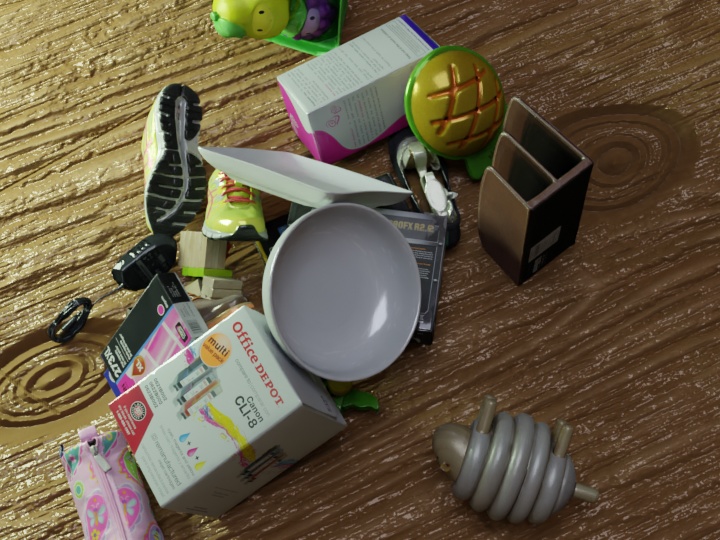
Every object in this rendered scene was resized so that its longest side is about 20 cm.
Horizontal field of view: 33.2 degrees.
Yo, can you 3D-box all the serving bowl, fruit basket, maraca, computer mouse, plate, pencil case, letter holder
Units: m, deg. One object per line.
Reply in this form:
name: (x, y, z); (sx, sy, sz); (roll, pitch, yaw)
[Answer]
serving bowl: (-0.030, 0.026, 1.376); (0.200, 0.066, 0.200); (2, 86, -31)
fruit basket: (-0.101, -0.374, 1.637); (0.155, 0.216, 0.216); (18, 66, 11)
maraca: (0.136, -0.203, 1.563); (0.137, 0.200, 0.107); (-52, 33, -1)
computer mouse: (-0.318, 0.020, 1.540); (0.200, 0.059, 0.034); (-38, 51, -11)
plate: (-0.066, -0.109, 1.465); (0.199, 0.200, 0.032); (19, 103, 28)
pencil case: (-0.281, 0.280, 1.389); (0.087, 0.087, 0.200); (-21, 66, -8)
letter holder: (0.192, -0.100, 1.490); (0.101, 0.200, 0.142); (-37, 68, -14)

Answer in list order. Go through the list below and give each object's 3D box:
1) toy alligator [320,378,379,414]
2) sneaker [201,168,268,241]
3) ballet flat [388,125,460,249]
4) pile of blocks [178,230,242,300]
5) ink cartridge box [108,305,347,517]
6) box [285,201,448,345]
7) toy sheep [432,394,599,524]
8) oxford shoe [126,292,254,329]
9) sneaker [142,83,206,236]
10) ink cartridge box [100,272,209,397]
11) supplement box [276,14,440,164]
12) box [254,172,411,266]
toy alligator: (-0.068, 0.127, 1.468); (0.200, 0.059, 0.054); (34, 70, 18)
sneaker: (-0.158, -0.093, 1.507); (0.078, 0.090, 0.200); (3, 19, -16)
ballet flat: (0.086, -0.122, 1.580); (0.073, 0.073, 0.200); (-15, 64, -5)
pile of blocks: (-0.178, 0.041, 1.526); (0.062, 0.082, 0.200); (5, 66, -44)
ink cartridge box: (-0.147, 0.163, 1.378); (0.200, 0.145, 0.145); (-36, 65, 6)
box: (0.000, 0.000, 1.482); (0.200, 0.048, 0.159); (7, 64, 5)
toy sheep: (0.177, 0.222, 1.374); (0.200, 0.138, 0.138); (18, 66, 6)
oxford shoe: (-0.213, 0.052, 1.451); (0.200, 0.071, 0.073); (-18, 86, 33)
sneaker: (-0.253, -0.140, 1.599); (0.078, 0.090, 0.200); (10, 81, -28)
ink cartridge box: (-0.253, 0.101, 1.428); (0.037, 0.200, 0.095); (-8, 55, -46)
supplement box: (0.005, -0.239, 1.610); (0.200, 0.101, 0.103); (-28, 49, -12)
box: (-0.018, -0.018, 1.545); (0.200, 0.049, 0.160); (-22, 63, -8)
